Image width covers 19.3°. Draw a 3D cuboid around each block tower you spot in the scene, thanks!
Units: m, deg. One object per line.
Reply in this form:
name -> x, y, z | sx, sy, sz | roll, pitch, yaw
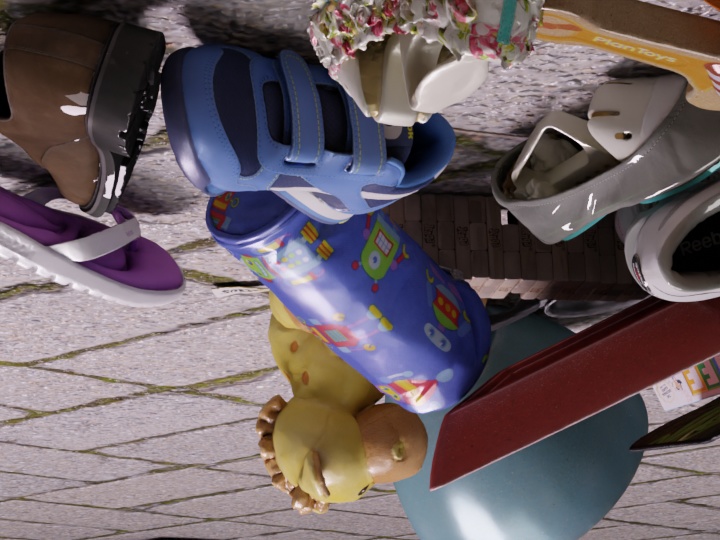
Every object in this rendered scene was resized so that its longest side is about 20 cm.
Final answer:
block tower -> 0.092, -0.013, 1.299 | 0.198, 0.058, 0.054 | 0, 167, -8

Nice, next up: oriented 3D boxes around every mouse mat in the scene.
mouse mat -> 0.258, 0.055, 1.212 | 0.199, 0.008, 0.161 | -28, 179, -12

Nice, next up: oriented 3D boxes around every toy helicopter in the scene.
toy helicopter -> 0.160, -0.097, 0.933 | 0.198, 0.080, 0.132 | 14, 171, -7

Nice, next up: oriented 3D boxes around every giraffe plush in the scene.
giraffe plush -> -0.011, 0.083, 1.454 | 0.198, 0.164, 0.172 | -9, 165, 27

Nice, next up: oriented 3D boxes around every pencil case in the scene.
pencil case -> 0.000, 0.000, 1.190 | 0.078, 0.087, 0.200 | 7, 153, 44

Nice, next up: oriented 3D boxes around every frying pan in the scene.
frying pan -> 0.142, 0.017, 1.415 | 0.189, 0.031, 0.115 | -17, 166, 15

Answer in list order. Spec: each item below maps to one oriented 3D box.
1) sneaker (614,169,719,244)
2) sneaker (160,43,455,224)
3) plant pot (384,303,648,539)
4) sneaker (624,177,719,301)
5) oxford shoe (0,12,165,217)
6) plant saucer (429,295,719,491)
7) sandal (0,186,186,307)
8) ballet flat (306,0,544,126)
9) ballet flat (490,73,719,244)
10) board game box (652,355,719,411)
sneaker -> 0.241, -0.032, 1.228 | 0.198, 0.079, 0.099 | 7, 174, -3
sneaker -> -0.025, -0.072, 1.026 | 0.082, 0.075, 0.200 | -11, 171, 28
plant pot -> 0.094, 0.103, 1.562 | 0.199, 0.201, 0.135 | -12, 129, 37
sneaker -> 0.228, -0.035, 1.040 | 0.199, 0.074, 0.089 | -29, -175, 5
oxford shoe -> -0.141, -0.081, 1.009 | 0.084, 0.073, 0.200 | 17, 163, -2
plant saucer -> 0.139, 0.054, 1.238 | 0.199, 0.037, 0.200 | -27, 179, 17
sandal -> -0.165, -0.026, 1.228 | 0.202, 0.083, 0.050 | 19, 113, -50
ballet flat -> 0.021, -0.096, 0.896 | 0.075, 0.065, 0.200 | 5, 172, -15
ballet flat -> 0.130, -0.064, 1.088 | 0.064, 0.068, 0.200 | 35, 152, -14
board game box -> 0.287, 0.020, 1.303 | 0.199, 0.034, 0.134 | -26, 178, -27
